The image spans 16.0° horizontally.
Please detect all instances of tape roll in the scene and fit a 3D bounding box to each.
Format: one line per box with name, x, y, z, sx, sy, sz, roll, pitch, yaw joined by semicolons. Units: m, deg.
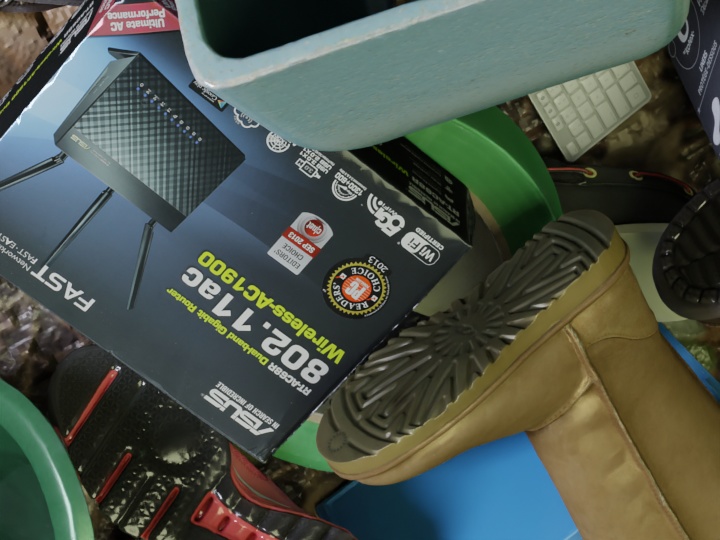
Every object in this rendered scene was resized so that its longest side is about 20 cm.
tape roll;0.000;0.000;1.222;0.198;0.048;0.202;0;118;0

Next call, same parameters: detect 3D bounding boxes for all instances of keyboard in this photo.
keyboard;0.079;-0.143;1.245;0.056;0.011;0.201;-35;121;-3

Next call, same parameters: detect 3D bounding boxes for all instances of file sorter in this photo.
file sorter;0.107;0.134;1.310;0.199;0.139;0.123;-36;124;-2

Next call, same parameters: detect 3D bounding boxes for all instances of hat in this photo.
hat;-0.144;0.131;1.262;0.175;0.166;0.200;-8;146;-52

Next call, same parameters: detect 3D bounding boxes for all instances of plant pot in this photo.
plant pot;0.030;-0.155;1.059;0.194;0.198;0.200;-17;160;8

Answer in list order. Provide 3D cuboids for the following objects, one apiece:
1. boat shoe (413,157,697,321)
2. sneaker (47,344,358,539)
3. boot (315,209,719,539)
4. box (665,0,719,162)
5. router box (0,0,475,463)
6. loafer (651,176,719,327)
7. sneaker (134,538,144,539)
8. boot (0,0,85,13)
boat shoe;0.080;-0.018;1.275;0.199;0.063;0.074;4;124;-8
sneaker;-0.078;0.117;1.241;0.200;0.087;0.074;43;75;-7
boot;0.095;0.097;1.164;0.175;0.066;0.201;-36;121;-6
box;0.262;-0.136;1.235;0.198;0.115;0.133;-9;143;-17
router box;-0.070;-0.029;1.146;0.199;0.062;0.150;37;113;-17
loafer;0.235;-0.021;1.207;0.199;0.073;0.071;-24;145;5
sneaker;-0.052;0.186;1.318;0.081;0.075;0.200;-50;127;-5
boot;-0.146;-0.193;1.106;0.198;0.069;0.175;5;117;-17
